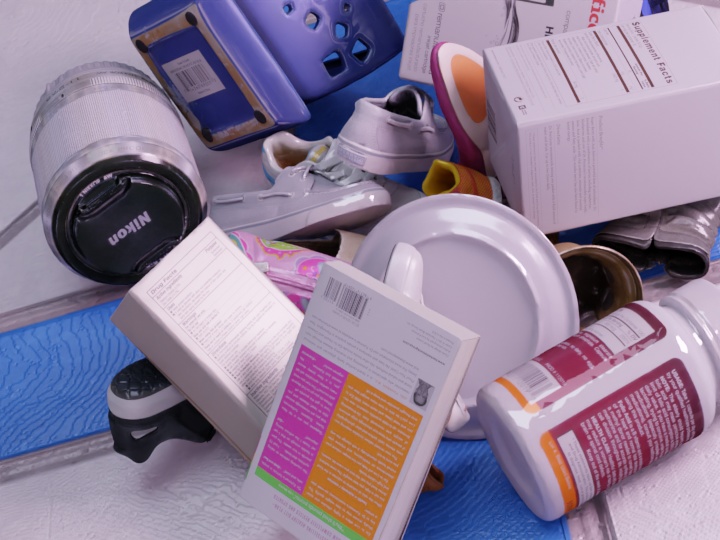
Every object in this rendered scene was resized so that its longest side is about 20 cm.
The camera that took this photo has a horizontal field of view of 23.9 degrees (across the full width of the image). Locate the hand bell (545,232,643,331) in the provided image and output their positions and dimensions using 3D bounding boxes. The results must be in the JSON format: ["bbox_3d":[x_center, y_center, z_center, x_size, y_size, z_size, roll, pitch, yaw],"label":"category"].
[{"bbox_3d":[0.167,-0.014,1.478,0.103,0.105,0.200,-20,27,0],"label":"hand bell"}]

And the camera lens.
[{"bbox_3d":[-0.242,-0.095,1.676,0.158,0.161,0.201,-22,38,-2],"label":"camera lens"}]

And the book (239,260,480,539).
[{"bbox_3d":[-0.006,0.112,1.288,0.133,0.202,0.048,28,16,26],"label":"book"}]

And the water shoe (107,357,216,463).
[{"bbox_3d":[-0.138,0.104,1.471,0.199,0.080,0.071,-17,33,-39],"label":"water shoe"}]

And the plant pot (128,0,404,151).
[{"bbox_3d":[-0.107,-0.241,1.713,0.180,0.201,0.199,-46,20,-30],"label":"plant pot"}]

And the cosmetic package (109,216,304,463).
[{"bbox_3d":[-0.097,0.068,1.394,0.104,0.200,0.073,-44,-1,-30],"label":"cosmetic package"}]

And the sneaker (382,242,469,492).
[{"bbox_3d":[0.048,0.078,1.339,0.084,0.203,0.073,5,14,4],"label":"sneaker"}]

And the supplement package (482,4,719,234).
[{"bbox_3d":[0.214,-0.127,1.436,0.197,0.122,0.120,-11,40,-5],"label":"supplement package"}]

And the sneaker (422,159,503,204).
[{"bbox_3d":[0.092,-0.025,1.465,0.076,0.074,0.201,16,26,-21],"label":"sneaker"}]

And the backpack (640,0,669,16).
[{"bbox_3d":[0.214,-0.277,1.656,0.160,0.201,0.169,-4,41,18],"label":"backpack"}]

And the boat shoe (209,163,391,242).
[{"bbox_3d":[-0.060,-0.063,1.577,0.198,0.069,0.072,-14,-9,39],"label":"boat shoe"}]

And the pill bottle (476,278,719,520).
[{"bbox_3d":[0.198,0.094,1.296,0.198,0.115,0.114,-28,39,-10],"label":"pill bottle"}]

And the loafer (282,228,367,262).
[{"bbox_3d":[0.000,0.000,1.530,0.197,0.069,0.076,-10,40,13],"label":"loafer"}]

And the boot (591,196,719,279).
[{"bbox_3d":[0.235,-0.063,1.500,0.198,0.068,0.131,14,48,33],"label":"boot"}]

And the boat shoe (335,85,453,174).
[{"bbox_3d":[0.039,-0.138,1.595,0.072,0.069,0.199,30,20,25],"label":"boat shoe"}]

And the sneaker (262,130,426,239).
[{"bbox_3d":[-0.018,-0.076,1.618,0.198,0.081,0.077,17,49,36],"label":"sneaker"}]

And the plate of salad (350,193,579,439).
[{"bbox_3d":[0.082,0.037,1.375,0.198,0.203,0.048,-4,10,19],"label":"plate of salad"}]

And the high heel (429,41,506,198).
[{"bbox_3d":[0.090,-0.135,1.543,0.095,0.200,0.068,11,65,42],"label":"high heel"}]

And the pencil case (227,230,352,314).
[{"bbox_3d":[-0.037,0.025,1.467,0.198,0.088,0.088,16,48,14],"label":"pencil case"}]

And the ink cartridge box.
[{"bbox_3d":[0.149,-0.230,1.559,0.198,0.148,0.084,13,13,20],"label":"ink cartridge box"}]
